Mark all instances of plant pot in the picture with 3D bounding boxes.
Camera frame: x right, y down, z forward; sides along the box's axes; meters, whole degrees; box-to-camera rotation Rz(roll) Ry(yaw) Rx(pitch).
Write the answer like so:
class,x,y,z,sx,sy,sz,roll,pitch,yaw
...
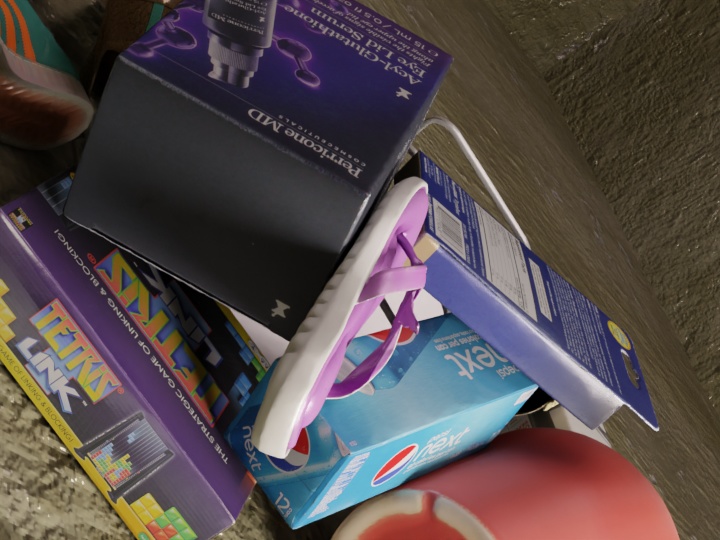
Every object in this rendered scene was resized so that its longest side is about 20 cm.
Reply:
class,x,y,z,sx,sy,sz,roll,pitch,yaw
plant pot,0.077,0.198,0.840,0.177,0.200,0.202,6,51,-56

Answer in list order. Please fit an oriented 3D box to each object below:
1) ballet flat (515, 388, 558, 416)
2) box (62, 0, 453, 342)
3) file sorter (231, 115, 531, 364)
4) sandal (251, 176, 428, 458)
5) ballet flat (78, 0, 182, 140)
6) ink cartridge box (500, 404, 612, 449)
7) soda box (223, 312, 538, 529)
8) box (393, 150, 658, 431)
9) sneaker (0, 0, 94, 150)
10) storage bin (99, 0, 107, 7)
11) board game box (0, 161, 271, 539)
class,x,y,z,sx,sy,sz,roll,pitch,yaw
ballet flat,0.105,0.082,0.961,0.046,0.068,0.199,43,17,31
box,-0.050,-0.078,0.762,0.147,0.105,0.201,28,33,0
file sorter,0.000,0.000,0.919,0.199,0.124,0.140,-30,86,-40
sandal,0.003,0.029,0.688,0.049,0.083,0.203,27,42,6
ballet flat,-0.147,-0.109,0.866,0.067,0.200,0.073,14,65,-15
ink cartridge box,0.119,0.146,1.100,0.083,0.146,0.201,43,20,-35
soda box,0.019,0.077,0.778,0.068,0.064,0.199,49,31,21
box,0.100,0.020,0.845,0.199,0.032,0.122,39,22,-17
sneaker,-0.228,-0.133,0.776,0.081,0.071,0.200,61,9,19
storage bin,-0.106,-0.151,1.013,0.201,0.093,0.199,54,0,-10
board game box,-0.126,0.039,0.761,0.201,0.056,0.165,54,16,-9
